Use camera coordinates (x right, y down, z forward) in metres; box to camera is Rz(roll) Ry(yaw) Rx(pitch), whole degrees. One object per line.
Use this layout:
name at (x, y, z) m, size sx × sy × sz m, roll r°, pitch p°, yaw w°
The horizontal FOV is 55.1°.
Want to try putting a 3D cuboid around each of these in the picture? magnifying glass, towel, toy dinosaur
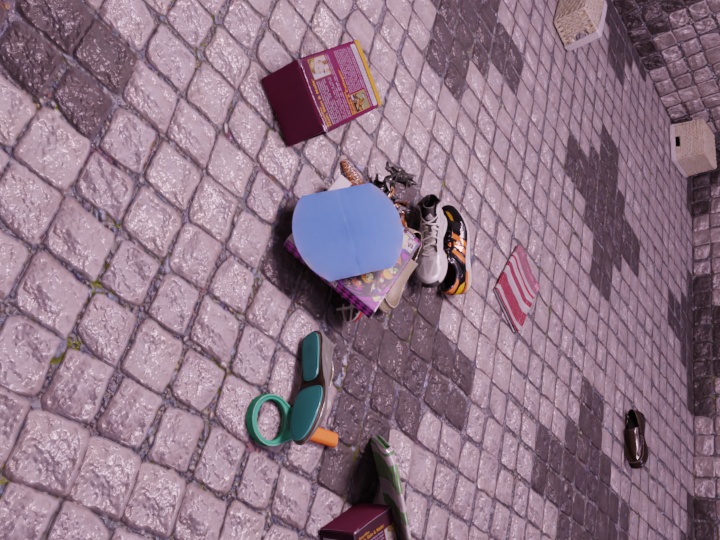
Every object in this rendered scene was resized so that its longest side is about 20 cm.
magnifying glass at (-0.108, 0.259, 1.136) m, size 0.198 × 0.022 × 0.082 m, roll 31°, pitch 58°, yaw -43°
towel at (0.416, 0.046, 1.821) m, size 0.146 × 0.022 × 0.201 m, roll 60°, pitch 43°, yaw -21°
towel at (0.057, 0.405, 1.223) m, size 0.023 × 0.152 × 0.207 m, roll -10°, pitch 87°, yaw -10°
toy dinosaur at (0.042, -0.140, 1.354) m, size 0.136 × 0.100 × 0.203 m, roll -49°, pitch 119°, yaw -39°

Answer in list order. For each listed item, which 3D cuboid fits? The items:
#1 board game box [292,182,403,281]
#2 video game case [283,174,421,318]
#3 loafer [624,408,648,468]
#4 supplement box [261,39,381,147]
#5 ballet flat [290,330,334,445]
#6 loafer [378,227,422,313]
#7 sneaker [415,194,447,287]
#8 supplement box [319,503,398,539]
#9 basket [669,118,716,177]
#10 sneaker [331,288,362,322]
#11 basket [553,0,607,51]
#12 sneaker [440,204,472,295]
board game box at (-0.023, -0.060, 1.188) m, size 0.194 × 0.039 × 0.162 m, roll -13°, pitch 72°, yaw -18°
video game case at (-0.011, -0.047, 1.230) m, size 0.199 × 0.036 × 0.182 m, roll 39°, pitch 58°, yaw -1°
loafer at (0.884, 0.542, 2.240) m, size 0.071 × 0.072 × 0.204 m, roll 40°, pitch 45°, yaw -30°
supplement box at (-0.066, -0.326, 1.264) m, size 0.199 × 0.101 × 0.134 m, roll -37°, pitch 109°, yaw -49°
ballet flat at (-0.071, 0.197, 1.144) m, size 0.064 × 0.066 × 0.205 m, roll 41°, pitch 41°, yaw -41°
loafer at (0.074, -0.010, 1.384) m, size 0.075 × 0.067 × 0.204 m, roll 41°, pitch 52°, yaw -36°
sneaker at (0.139, -0.073, 1.450) m, size 0.116 × 0.073 × 0.205 m, roll 63°, pitch 27°, yaw -51°
supplement box at (0.012, 0.517, 1.169) m, size 0.109 × 0.084 × 0.207 m, roll -12°, pitch 91°, yaw -51°
basket at (1.577, -0.585, 3.273) m, size 0.198 × 0.158 × 0.204 m, roll 25°, pitch 63°, yaw -42°
sneaker at (0.000, 0.000, 1.291) m, size 0.084 × 0.075 × 0.207 m, roll 26°, pitch 62°, yaw -49°
basket at (0.752, -0.879, 2.364) m, size 0.123 × 0.133 × 0.204 m, roll 45°, pitch 50°, yaw -30°
sneaker at (0.200, -0.046, 1.544) m, size 0.089 × 0.068 × 0.207 m, roll -5°, pitch 87°, yaw -53°
